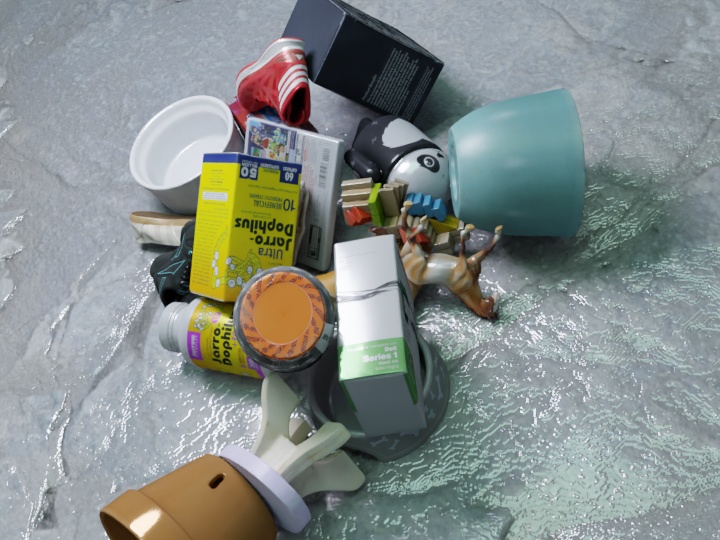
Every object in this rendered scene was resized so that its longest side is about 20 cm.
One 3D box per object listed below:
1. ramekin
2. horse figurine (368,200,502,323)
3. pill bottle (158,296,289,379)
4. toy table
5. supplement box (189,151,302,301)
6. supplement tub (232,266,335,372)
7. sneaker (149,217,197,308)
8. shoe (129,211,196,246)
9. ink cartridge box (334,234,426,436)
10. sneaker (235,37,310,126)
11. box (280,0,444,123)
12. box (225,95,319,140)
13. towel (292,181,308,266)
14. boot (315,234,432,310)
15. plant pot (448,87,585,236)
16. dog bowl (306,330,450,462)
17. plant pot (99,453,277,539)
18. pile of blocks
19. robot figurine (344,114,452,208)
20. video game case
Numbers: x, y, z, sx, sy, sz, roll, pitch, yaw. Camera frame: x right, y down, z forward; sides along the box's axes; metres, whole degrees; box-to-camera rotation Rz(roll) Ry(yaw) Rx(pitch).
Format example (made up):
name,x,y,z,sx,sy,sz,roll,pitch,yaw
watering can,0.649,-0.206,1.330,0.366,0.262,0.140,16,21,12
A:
name,x,y,z,sx,sy,sz,roll,pitch,yaw
ramekin,-0.289,-0.194,1.433,0.198,0.098,0.203,-11,56,17
horse figurine,0.107,-0.016,1.131,0.197,0.134,0.050,14,35,9
pill bottle,-0.190,0.094,1.192,0.197,0.105,0.105,6,57,24
toy table,-0.090,0.232,1.022,0.117,0.185,0.199,-44,23,-23
supplement box,-0.164,-0.060,1.180,0.109,0.108,0.203,10,95,53
supplement tub,-0.091,0.063,1.014,0.121,0.200,0.125,0,83,-4
sneaker,-0.258,-0.011,1.282,0.200,0.075,0.080,-40,52,40
shoe,-0.295,-0.063,1.382,0.197,0.070,0.054,7,100,19
ink cartridge box,0.024,0.078,1.024,0.083,0.147,0.202,-9,53,9
sneaker,-0.139,-0.267,1.294,0.077,0.200,0.117,-5,76,-26
box,-0.005,-0.352,1.350,0.124,0.197,0.200,-60,34,18
box,-0.138,-0.228,1.408,0.095,0.100,0.200,-33,51,-7
towel,-0.151,-0.053,1.272,0.131,0.034,0.203,21,100,33
boot,0.000,0.000,1.222,0.198,0.071,0.145,7,53,18
plant pot,0.205,-0.141,1.140,0.158,0.202,0.203,-4,53,2
dog bowl,0.017,0.151,1.106,0.197,0.059,0.202,-10,52,13
plant pot,-0.193,0.318,0.989,0.199,0.202,0.140,28,52,33
pile of blocks,0.062,-0.074,1.174,0.197,0.083,0.063,15,43,2
robot figurine,0.062,-0.161,1.269,0.149,0.125,0.200,-33,48,-8
video game case,-0.112,-0.120,1.285,0.180,0.203,0.023,19,21,30
